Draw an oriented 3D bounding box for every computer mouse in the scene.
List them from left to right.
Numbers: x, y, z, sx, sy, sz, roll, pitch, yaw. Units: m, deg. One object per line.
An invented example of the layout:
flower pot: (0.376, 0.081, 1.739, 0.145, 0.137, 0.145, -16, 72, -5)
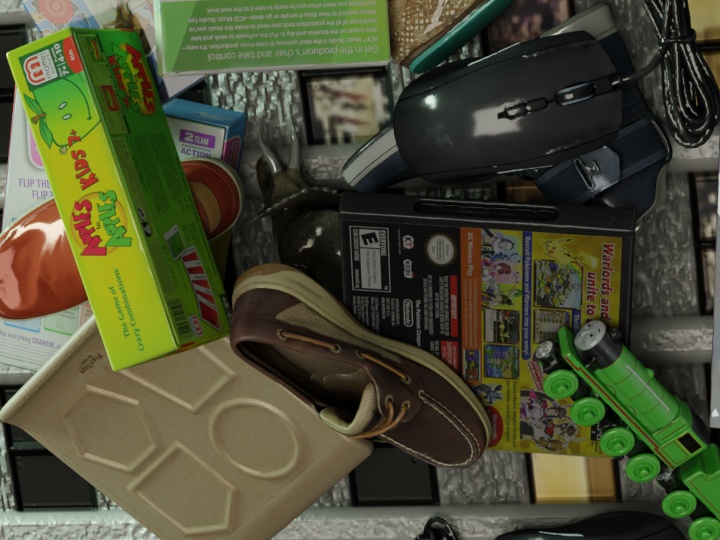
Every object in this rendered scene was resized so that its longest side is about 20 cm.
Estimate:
computer mouse: (0.105, -0.128, 1.525, 0.198, 0.046, 0.142, -9, 97, 16)
computer mouse: (0.128, 0.231, 1.692, 0.199, 0.046, 0.141, -5, 106, 28)

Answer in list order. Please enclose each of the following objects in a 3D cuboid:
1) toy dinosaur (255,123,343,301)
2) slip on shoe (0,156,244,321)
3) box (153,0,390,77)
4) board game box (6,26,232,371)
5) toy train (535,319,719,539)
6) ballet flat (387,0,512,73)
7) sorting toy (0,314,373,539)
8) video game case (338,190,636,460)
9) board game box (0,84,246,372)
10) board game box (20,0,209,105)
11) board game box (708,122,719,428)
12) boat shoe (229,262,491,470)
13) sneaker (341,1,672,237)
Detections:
toy dinosaur: (0.000, 0.000, 1.660, 0.199, 0.077, 0.103, 28, 127, 11)
slip on shoe: (-0.169, -0.018, 1.669, 0.199, 0.061, 0.074, -20, 101, 22)
box: (-0.059, -0.222, 1.582, 0.143, 0.036, 0.202, -3, 91, -9)
board game box: (-0.144, -0.046, 1.572, 0.047, 0.102, 0.201, -19, 88, 18)
toy train: (0.183, 0.101, 1.617, 0.056, 0.042, 0.200, -34, 122, 19)
ballet flat: (0.089, -0.199, 1.584, 0.199, 0.070, 0.066, -34, 80, 19)
sorting toy: (-0.115, 0.102, 1.707, 0.200, 0.037, 0.185, 37, 130, -13)
video game case: (0.080, 0.037, 1.620, 0.179, 0.026, 0.201, 4, 133, 7)
board game box: (-0.164, -0.021, 1.721, 0.152, 0.040, 0.201, 13, 109, 12)
board game box: (-0.112, -0.192, 1.633, 0.199, 0.034, 0.136, -30, 96, 8)
board game box: (0.317, 0.005, 1.586, 0.198, 0.043, 0.201, 5, 107, 15)
boat shoe: (-0.002, 0.077, 1.603, 0.200, 0.072, 0.072, 38, 128, -24)
sneaker: (0.098, -0.057, 1.614, 0.201, 0.077, 0.147, -27, 94, 20)
